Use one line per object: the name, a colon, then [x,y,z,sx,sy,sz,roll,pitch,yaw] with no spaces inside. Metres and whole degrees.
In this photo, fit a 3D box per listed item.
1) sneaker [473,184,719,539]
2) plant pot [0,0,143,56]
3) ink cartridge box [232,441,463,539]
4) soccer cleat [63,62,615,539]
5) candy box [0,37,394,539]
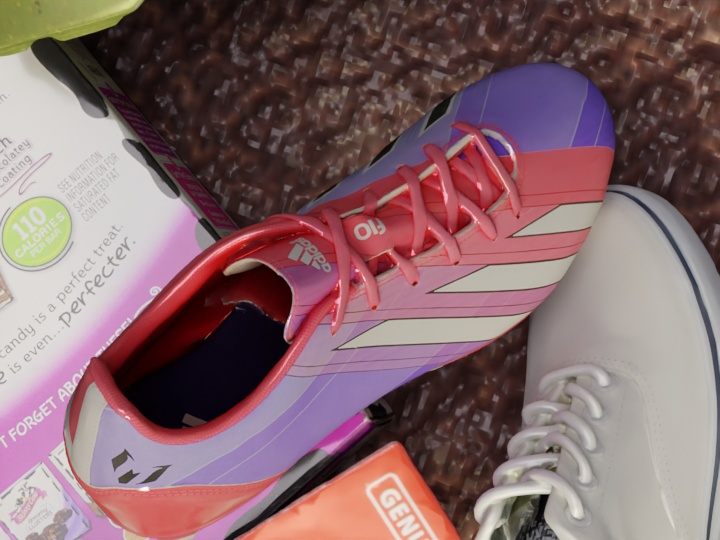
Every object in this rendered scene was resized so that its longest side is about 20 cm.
sneaker: [0.069,0.066,0.816,0.073,0.071,0.201,-15,66,35]
plant pot: [-0.080,-0.165,0.788,0.199,0.200,0.191,-15,99,7]
ink cartridge box: [-0.012,0.178,0.833,0.173,0.044,0.200,-31,104,7]
soccer cleat: [0.000,0.000,0.793,0.200,0.077,0.067,-38,69,-20]
candy box: [-0.105,0.014,0.871,0.136,0.061,0.200,-41,84,5]
